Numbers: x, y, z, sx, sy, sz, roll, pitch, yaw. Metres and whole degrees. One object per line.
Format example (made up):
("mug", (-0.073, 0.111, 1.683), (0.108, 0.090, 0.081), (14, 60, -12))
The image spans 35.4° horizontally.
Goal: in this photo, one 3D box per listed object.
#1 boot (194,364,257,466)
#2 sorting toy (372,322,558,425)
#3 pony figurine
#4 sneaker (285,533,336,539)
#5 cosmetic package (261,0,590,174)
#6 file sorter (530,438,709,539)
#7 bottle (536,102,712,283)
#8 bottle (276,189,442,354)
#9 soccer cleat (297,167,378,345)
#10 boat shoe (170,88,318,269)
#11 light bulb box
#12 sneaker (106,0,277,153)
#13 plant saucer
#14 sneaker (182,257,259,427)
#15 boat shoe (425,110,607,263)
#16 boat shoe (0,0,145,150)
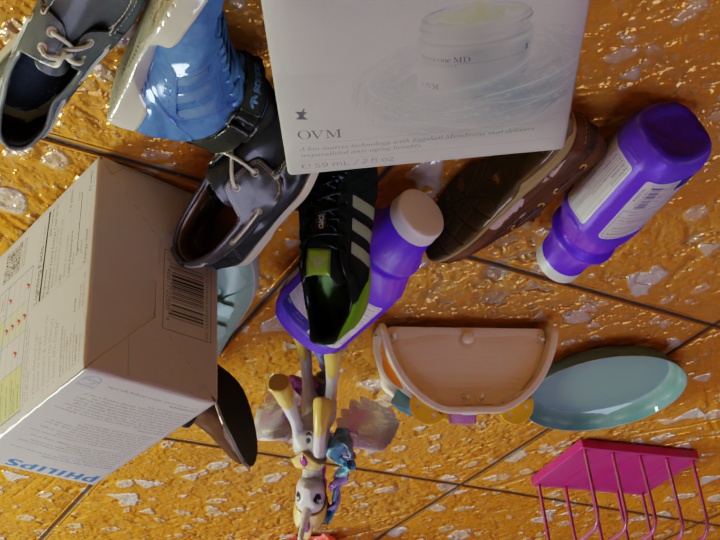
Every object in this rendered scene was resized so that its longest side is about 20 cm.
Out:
("boot", (-0.226, 0.153, 1.202), (0.197, 0.064, 0.189), (-22, 104, 20))
("sorting toy", (0.101, 0.126, 1.262), (0.196, 0.109, 0.180), (1, 167, -11))
("pony figurine", (-0.048, 0.156, 1.193), (0.163, 0.194, 0.203), (3, 122, 9))
("sneaker", (-0.120, 0.446, 1.753), (0.196, 0.074, 0.088), (-15, 134, 7))
("cosmetic package", (0.037, -0.175, 0.724), (0.195, 0.125, 0.201), (-6, 147, 0))
("file sorter", (0.364, 0.328, 1.572), (0.197, 0.127, 0.139), (9, 145, -22))
("bottle", (0.219, -0.060, 0.980), (0.083, 0.066, 0.201), (-19, 158, -32))
("bottle", (0.000, 0.000, 1.024), (0.083, 0.066, 0.200), (39, 135, -8))
("soccer cleat", (-0.022, -0.036, 0.907), (0.066, 0.081, 0.204), (4, 116, 15))
("boat shoe", (-0.085, -0.074, 0.882), (0.067, 0.072, 0.201), (-3, 141, -43))
("light bulb box", (-0.226, 0.049, 0.964), (0.124, 0.201, 0.199), (22, 140, -35))
("sneaker", (-0.098, -0.149, 0.781), (0.109, 0.078, 0.200), (16, 147, -21))
("plant saucer", (0.290, 0.139, 1.354), (0.196, 0.028, 0.201), (-4, 149, -2))
("sneaker", (-0.152, 0.057, 1.030), (0.073, 0.119, 0.202), (22, 126, 0))
("boat shoe", (0.129, -0.063, 0.963), (0.067, 0.073, 0.200), (17, 139, -29))
("boat shoe", (-0.201, -0.154, 0.775), (0.072, 0.063, 0.199), (19, 140, -34))
